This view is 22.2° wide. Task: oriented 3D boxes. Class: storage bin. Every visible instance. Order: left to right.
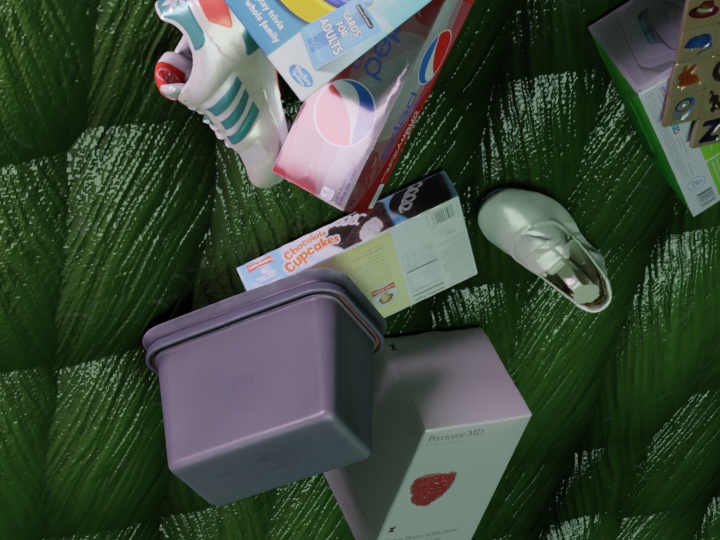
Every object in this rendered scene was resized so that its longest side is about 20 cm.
[{"bbox_3d":[-0.075,0.113,1.556,0.199,0.135,0.146,-19,141,19],"label":"storage bin"}]

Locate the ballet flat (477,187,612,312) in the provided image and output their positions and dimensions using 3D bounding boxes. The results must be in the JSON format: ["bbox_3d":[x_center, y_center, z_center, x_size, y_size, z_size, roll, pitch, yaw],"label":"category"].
[{"bbox_3d":[0.179,-0.015,1.684,0.069,0.070,0.200,-39,141,13],"label":"ballet flat"}]

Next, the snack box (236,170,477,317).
[{"bbox_3d":[0.000,0.000,1.607,0.199,0.037,0.116,-25,142,-5],"label":"snack box"}]

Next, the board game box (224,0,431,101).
[{"bbox_3d":[-0.009,-0.238,1.256,0.200,0.047,0.151,-38,115,3],"label":"board game box"}]

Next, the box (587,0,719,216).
[{"bbox_3d":[0.315,-0.169,1.568,0.176,0.097,0.200,-34,142,5],"label":"box"}]

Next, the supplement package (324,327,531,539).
[{"bbox_3d":[0.061,0.169,1.773,0.121,0.120,0.201,-6,137,-27],"label":"supplement package"}]

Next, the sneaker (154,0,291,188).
[{"bbox_3d":[-0.105,-0.138,1.363,0.093,0.071,0.200,-14,138,-9],"label":"sneaker"}]

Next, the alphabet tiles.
[{"bbox_3d":[0.326,-0.184,1.478,0.166,0.006,0.201,-14,138,-16],"label":"alphabet tiles"}]

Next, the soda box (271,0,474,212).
[{"bbox_3d":[0.014,-0.146,1.359,0.201,0.070,0.063,-63,161,10],"label":"soda box"}]
